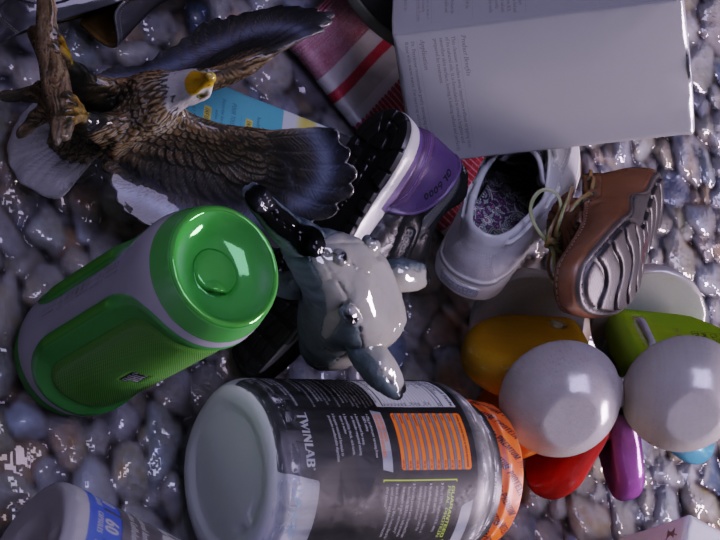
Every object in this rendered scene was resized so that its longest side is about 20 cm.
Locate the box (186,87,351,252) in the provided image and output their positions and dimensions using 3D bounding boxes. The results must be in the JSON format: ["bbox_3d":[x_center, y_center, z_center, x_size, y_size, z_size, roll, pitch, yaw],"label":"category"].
[{"bbox_3d":[-0.048,-0.057,1.513,0.199,0.049,0.083,20,63,-28],"label":"box"}]

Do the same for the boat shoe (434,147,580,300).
[{"bbox_3d":[0.110,-0.062,1.571,0.072,0.069,0.200,33,44,10],"label":"boat shoe"}]

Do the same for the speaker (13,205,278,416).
[{"bbox_3d":[-0.130,0.027,1.326,0.088,0.200,0.089,13,66,-31],"label":"speaker"}]

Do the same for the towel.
[{"bbox_3d":[0.049,-0.130,1.627,0.200,0.023,0.144,50,53,-10],"label":"towel"}]

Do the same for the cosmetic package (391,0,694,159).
[{"bbox_3d":[0.126,-0.147,1.532,0.081,0.199,0.113,-90,172,-53],"label":"cosmetic package"}]

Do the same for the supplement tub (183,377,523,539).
[{"bbox_3d":[-0.002,0.131,1.430,0.199,0.122,0.123,4,71,-35],"label":"supplement tub"}]

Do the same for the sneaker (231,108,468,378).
[{"bbox_3d":[0.000,0.000,1.467,0.087,0.076,0.200,33,95,-36],"label":"sneaker"}]

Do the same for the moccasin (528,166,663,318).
[{"bbox_3d":[0.156,-0.024,1.521,0.202,0.077,0.074,-60,151,-58],"label":"moccasin"}]

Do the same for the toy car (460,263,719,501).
[{"bbox_3d":[0.166,0.090,1.547,0.199,0.175,0.151,-2,115,-6],"label":"toy car"}]

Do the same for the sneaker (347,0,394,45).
[{"bbox_3d":[0.085,-0.197,1.589,0.199,0.106,0.075,25,52,-29],"label":"sneaker"}]

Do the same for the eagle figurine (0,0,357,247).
[{"bbox_3d":[-0.113,-0.101,1.400,0.199,0.151,0.153,6,108,-35],"label":"eagle figurine"}]

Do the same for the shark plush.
[{"bbox_3d":[-0.028,0.017,1.340,0.200,0.083,0.091,38,57,-62],"label":"shark plush"}]

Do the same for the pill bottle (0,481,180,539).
[{"bbox_3d":[-0.119,0.216,1.319,0.199,0.114,0.114,31,58,-23],"label":"pill bottle"}]

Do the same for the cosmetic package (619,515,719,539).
[{"bbox_3d":[0.274,0.267,1.595,0.199,0.081,0.113,28,59,-23],"label":"cosmetic package"}]

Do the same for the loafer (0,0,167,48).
[{"bbox_3d":[-0.166,-0.181,1.468,0.199,0.073,0.073,-5,84,-27],"label":"loafer"}]
